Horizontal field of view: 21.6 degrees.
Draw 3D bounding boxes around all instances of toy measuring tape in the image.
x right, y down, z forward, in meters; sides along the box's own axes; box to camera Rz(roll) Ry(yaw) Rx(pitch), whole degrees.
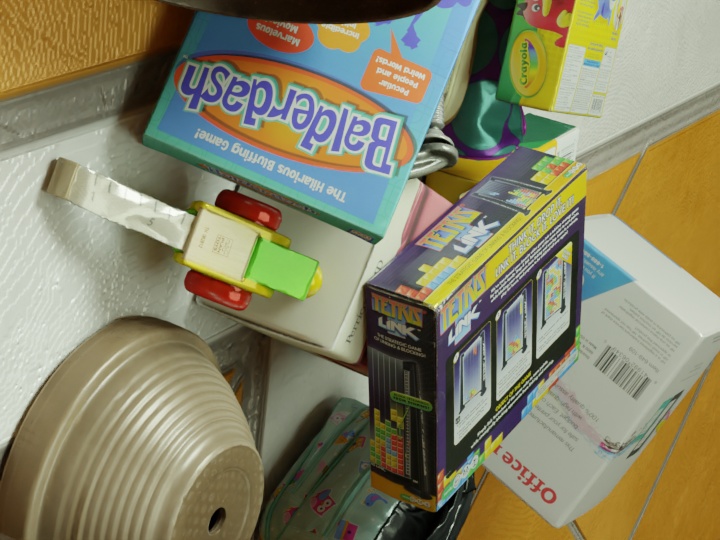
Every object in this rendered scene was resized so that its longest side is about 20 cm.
[{"bbox_3d":[-0.106,-0.025,1.110,0.199,0.073,0.074,22,87,-35],"label":"toy measuring tape"}]

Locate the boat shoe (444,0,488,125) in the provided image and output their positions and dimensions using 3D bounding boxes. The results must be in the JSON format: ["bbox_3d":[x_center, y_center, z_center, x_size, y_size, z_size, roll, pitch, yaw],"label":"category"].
[{"bbox_3d":[0.048,-0.191,1.270,0.065,0.073,0.201,-18,117,-56],"label":"boat shoe"}]

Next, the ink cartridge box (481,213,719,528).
[{"bbox_3d":[0.182,0.078,1.533,0.200,0.147,0.146,-55,163,18],"label":"ink cartridge box"}]

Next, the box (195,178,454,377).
[{"bbox_3d":[0.000,0.000,1.264,0.200,0.109,0.128,28,83,-63],"label":"box"}]

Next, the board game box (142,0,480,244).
[{"bbox_3d":[-0.020,-0.137,1.099,0.045,0.152,0.201,151,-39,-82],"label":"board game box"}]

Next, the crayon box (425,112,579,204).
[{"bbox_3d":[0.100,-0.037,1.488,0.200,0.051,0.126,-30,132,-53],"label":"crayon box"}]

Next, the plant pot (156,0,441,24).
[{"bbox_3d":[-0.041,-0.249,0.989,0.187,0.186,0.201,16,77,-63],"label":"plant pot"}]

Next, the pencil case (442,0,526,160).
[{"bbox_3d":[0.091,-0.182,1.339,0.085,0.092,0.201,-113,-148,-69],"label":"pencil case"}]

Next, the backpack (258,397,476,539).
[{"bbox_3d":[0.002,0.190,1.370,0.200,0.126,0.167,-56,160,-29],"label":"backpack"}]

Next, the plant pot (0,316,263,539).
[{"bbox_3d":[-0.122,0.136,1.144,0.201,0.092,0.202,-41,141,-46],"label":"plant pot"}]

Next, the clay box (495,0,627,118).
[{"bbox_3d":[0.151,-0.208,1.289,0.115,0.047,0.201,-5,107,-66],"label":"clay box"}]

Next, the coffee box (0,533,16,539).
[{"bbox_3d":[-0.227,0.237,0.991,0.200,0.114,0.080,-48,145,-39],"label":"coffee box"}]

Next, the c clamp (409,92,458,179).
[{"bbox_3d":[0.026,-0.138,1.177,0.170,0.027,0.201,18,61,-22],"label":"c clamp"}]

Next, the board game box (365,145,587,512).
[{"bbox_3d":[0.079,0.036,1.253,0.200,0.057,0.166,-40,138,-44],"label":"board game box"}]
